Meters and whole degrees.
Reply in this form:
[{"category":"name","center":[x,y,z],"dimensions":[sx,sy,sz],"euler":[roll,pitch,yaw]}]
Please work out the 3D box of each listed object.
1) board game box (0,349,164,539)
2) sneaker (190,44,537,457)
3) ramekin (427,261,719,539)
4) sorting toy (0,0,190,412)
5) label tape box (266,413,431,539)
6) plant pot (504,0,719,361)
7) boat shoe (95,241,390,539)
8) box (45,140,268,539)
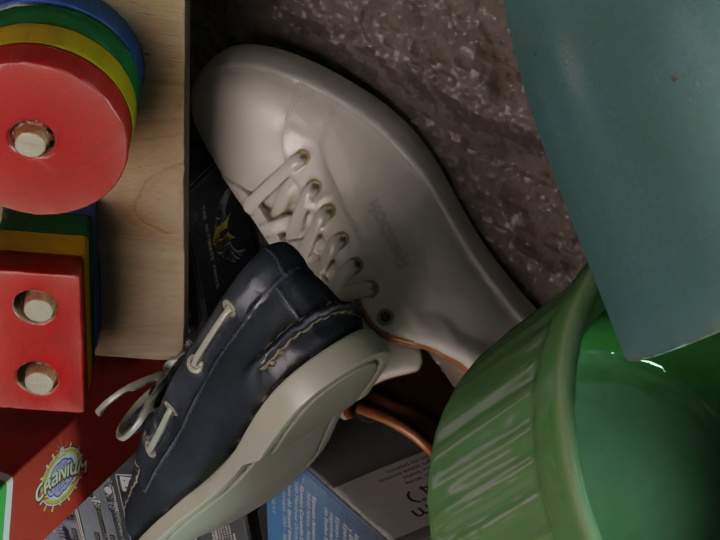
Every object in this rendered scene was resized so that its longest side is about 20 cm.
[{"category":"board game box","center":[-0.190,0.073,1.151],"dimensions":[0.152,0.200,0.040],"euler":[13,123,24]},{"category":"sneaker","center":[0.000,0.000,1.137],"dimensions":[0.200,0.085,0.073],"euler":[47,132,0]},{"category":"ramekin","center":[0.120,0.086,1.048],"dimensions":[0.200,0.200,0.098],"euler":[51,138,-5]},{"category":"sorting toy","center":[-0.166,-0.036,1.093],"dimensions":[0.199,0.070,0.199],"euler":[4,131,2]},{"category":"label tape box","center":[0.039,0.158,1.164],"dimensions":[0.200,0.063,0.145],"euler":[38,139,47]},{"category":"plant pot","center":[0.137,-0.089,0.937],"dimensions":[0.200,0.200,0.161],"euler":[-27,90,39]},{"category":"boat shoe","center":[-0.052,0.053,1.115],"dimensions":[0.062,0.075,0.200],"euler":[56,153,10]},{"category":"box","center":[-0.113,0.039,1.248],"dimensions":[0.157,0.051,0.201],"euler":[5,120,27]}]
